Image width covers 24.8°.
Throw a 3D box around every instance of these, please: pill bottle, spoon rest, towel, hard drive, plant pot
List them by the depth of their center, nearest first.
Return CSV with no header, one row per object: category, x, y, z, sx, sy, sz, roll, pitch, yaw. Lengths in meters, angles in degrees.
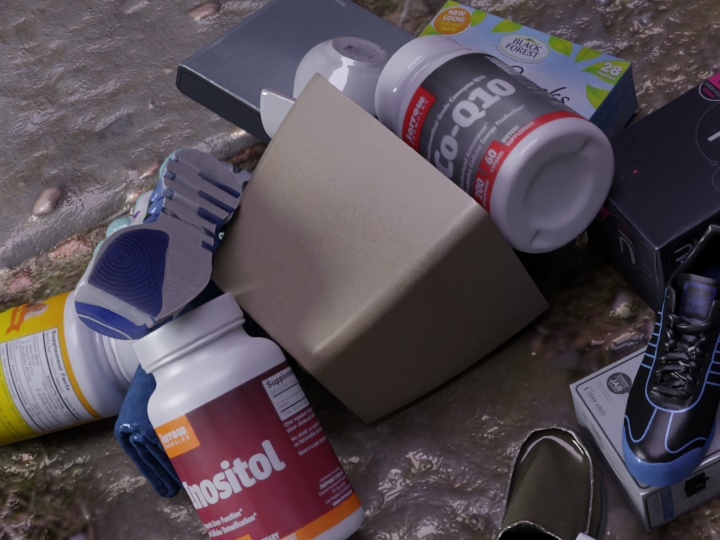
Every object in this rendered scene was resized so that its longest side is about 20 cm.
pill bottle,-0.088,0.125,1.224,0.113,0.113,0.201,-28,89,-6
plant pot,0.000,0.000,1.305,0.177,0.200,0.200,-46,59,-3
pill bottle,0.101,-0.108,1.313,0.114,0.114,0.200,-35,43,-12
towel,-0.132,0.076,1.330,0.048,0.112,0.201,-2,51,28
pill bottle,-0.263,0.080,1.358,0.199,0.109,0.110,-15,51,11
spoon rest,-0.028,-0.151,1.397,0.099,0.061,0.200,25,30,16
hard drive,-0.052,-0.187,1.485,0.139,0.033,0.200,31,45,17

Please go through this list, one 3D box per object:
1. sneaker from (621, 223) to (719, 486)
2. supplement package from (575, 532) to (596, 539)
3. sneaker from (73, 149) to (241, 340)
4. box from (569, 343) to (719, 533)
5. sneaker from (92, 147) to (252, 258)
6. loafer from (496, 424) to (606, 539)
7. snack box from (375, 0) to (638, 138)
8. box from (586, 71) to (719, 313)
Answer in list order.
sneaker,0.235,0.056,1.187,0.070,0.078,0.201,11,57,23
supplement package,0.174,0.299,1.018,0.151,0.200,0.151,24,63,30
sneaker,-0.159,0.004,1.244,0.080,0.115,0.200,31,36,-4
box,0.273,0.098,1.234,0.199,0.060,0.117,-27,51,-5
sneaker,-0.142,-0.021,1.431,0.139,0.078,0.200,14,59,26
loafer,0.138,0.193,1.193,0.075,0.070,0.201,-3,53,14
snack box,0.118,-0.138,1.454,0.199,0.068,0.169,26,65,30
box,0.291,-0.072,1.329,0.200,0.106,0.122,-32,51,-8
